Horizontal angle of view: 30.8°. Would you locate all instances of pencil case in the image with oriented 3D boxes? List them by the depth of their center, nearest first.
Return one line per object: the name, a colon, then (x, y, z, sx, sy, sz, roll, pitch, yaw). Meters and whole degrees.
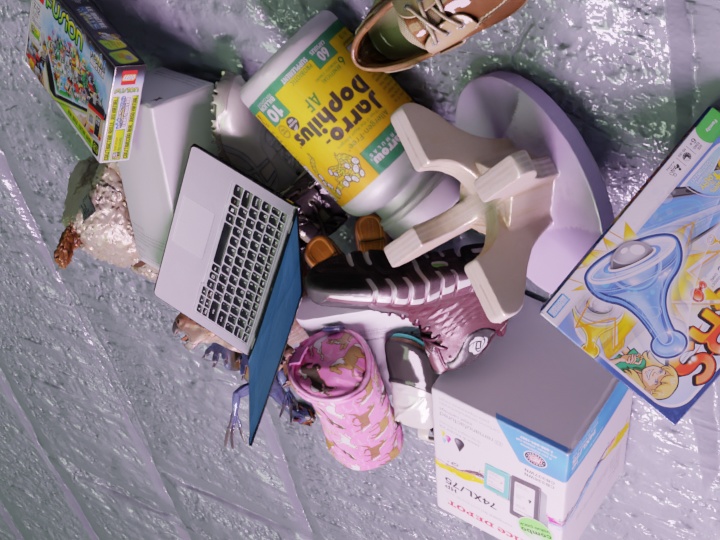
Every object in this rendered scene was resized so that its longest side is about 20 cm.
pencil case: (-0.012, 0.130, 1.285, 0.200, 0.082, 0.087, 68, -179, -59)

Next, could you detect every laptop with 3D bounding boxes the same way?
laptop: (-0.130, 0.021, 1.231, 0.199, 0.116, 0.188, 31, 125, 15)

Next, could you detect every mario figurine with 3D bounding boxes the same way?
mario figurine: (0.000, 0.000, 1.303, 0.122, 0.107, 0.200, 11, 160, 16)

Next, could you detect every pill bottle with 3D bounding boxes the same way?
pill bottle: (-0.002, -0.121, 1.157, 0.200, 0.113, 0.113, 47, 147, -7)

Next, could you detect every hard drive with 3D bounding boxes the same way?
hard drive: (0.028, 0.072, 1.294, 0.131, 0.027, 0.200, -9, 150, 13)

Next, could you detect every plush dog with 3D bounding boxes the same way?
plush dog: (-0.249, -0.045, 1.496, 0.171, 0.162, 0.200, 29, 153, -26)

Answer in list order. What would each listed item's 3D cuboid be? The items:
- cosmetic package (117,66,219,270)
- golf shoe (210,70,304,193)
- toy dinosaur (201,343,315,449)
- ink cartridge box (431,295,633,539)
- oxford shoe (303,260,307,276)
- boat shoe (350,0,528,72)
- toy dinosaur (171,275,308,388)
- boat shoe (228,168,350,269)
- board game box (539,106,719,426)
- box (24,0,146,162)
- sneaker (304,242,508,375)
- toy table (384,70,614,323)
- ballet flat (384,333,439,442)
cosmetic package: (-0.192, -0.098, 1.351, 0.113, 0.081, 0.201, 26, 131, 47)
golf shoe: (-0.088, -0.116, 1.312, 0.096, 0.079, 0.201, -1, 134, 17)
toy dinosaur: (-0.108, 0.125, 1.612, 0.104, 0.202, 0.181, 5, 169, 24)
ink cartridge box: (0.167, 0.154, 1.265, 0.146, 0.146, 0.201, 24, 144, 25)
oxford shoe: (-0.113, -0.011, 1.450, 0.074, 0.071, 0.201, 11, 128, 48)
boat shoe: (0.062, -0.203, 1.029, 0.076, 0.074, 0.200, 49, 147, -12)
toy dinosaur: (-0.087, 0.045, 1.391, 0.136, 0.199, 0.086, 56, 147, 17)
boat shoe: (-0.051, -0.053, 1.271, 0.200, 0.066, 0.072, -26, 128, 30)
board game box: (0.249, -0.003, 0.983, 0.135, 0.200, 0.034, 39, -168, 3)
box: (-0.280, -0.210, 1.315, 0.200, 0.035, 0.111, 49, 135, 37)
sneaker: (0.048, 0.045, 1.155, 0.076, 0.198, 0.116, -115, 25, -58)
toy table: (0.110, -0.057, 1.053, 0.201, 0.117, 0.184, 56, 141, 16)
ballet flat: (0.072, 0.131, 1.294, 0.068, 0.069, 0.200, 10, 160, 31)
